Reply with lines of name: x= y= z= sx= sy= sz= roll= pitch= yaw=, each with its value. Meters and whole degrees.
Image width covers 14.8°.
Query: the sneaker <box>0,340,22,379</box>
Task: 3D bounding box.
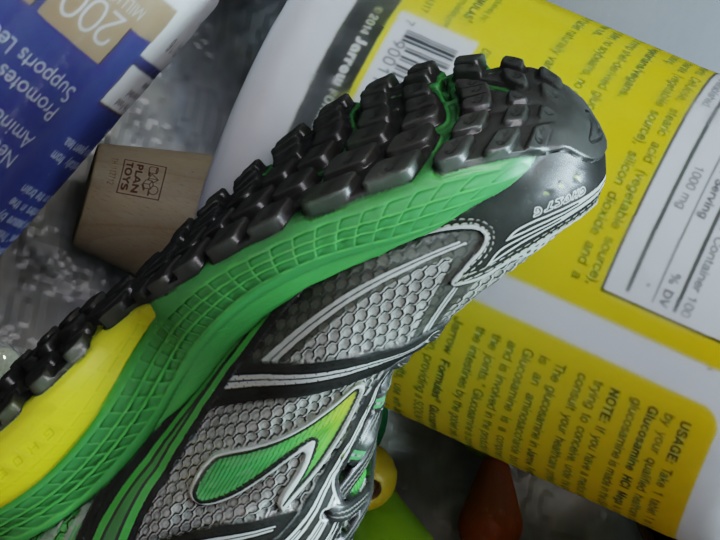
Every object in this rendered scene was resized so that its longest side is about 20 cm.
sneaker: x=-0.058 y=0.088 z=0.737 sx=0.200 sy=0.088 sz=0.081 roll=32 pitch=62 yaw=-10

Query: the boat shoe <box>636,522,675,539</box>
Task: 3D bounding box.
boat shoe: x=0.110 y=0.062 z=0.787 sx=0.075 sy=0.075 sz=0.202 roll=43 pitch=23 yaw=-12

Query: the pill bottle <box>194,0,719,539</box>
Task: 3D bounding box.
pill bottle: x=0.067 y=0.001 z=0.703 sx=0.200 sy=0.113 sz=0.113 roll=25 pitch=61 yaw=10

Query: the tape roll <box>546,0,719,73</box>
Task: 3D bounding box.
tape roll: x=0.056 y=-0.130 z=0.827 sx=0.200 sy=0.066 sz=0.201 roll=15 pitch=35 yaw=-11

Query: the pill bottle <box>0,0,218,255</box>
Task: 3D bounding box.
pill bottle: x=-0.138 y=-0.033 z=0.698 sx=0.111 sy=0.111 sz=0.200 roll=41 pitch=92 yaw=-5

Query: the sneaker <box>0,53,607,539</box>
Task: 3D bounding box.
sneaker: x=-0.015 y=0.023 z=0.642 sx=0.085 sy=0.200 sz=0.078 roll=46 pitch=31 yaw=-9

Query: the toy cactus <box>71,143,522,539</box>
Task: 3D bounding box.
toy cactus: x=0.000 y=0.000 z=0.803 sx=0.165 sy=0.102 sz=0.201 roll=15 pitch=74 yaw=-8
